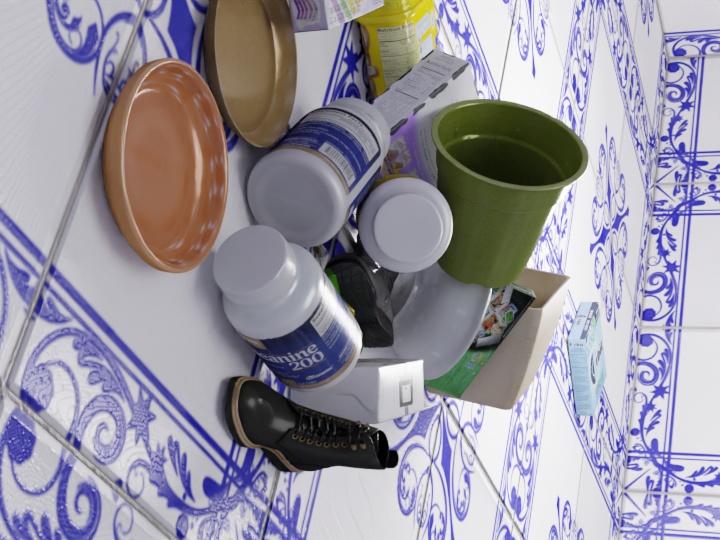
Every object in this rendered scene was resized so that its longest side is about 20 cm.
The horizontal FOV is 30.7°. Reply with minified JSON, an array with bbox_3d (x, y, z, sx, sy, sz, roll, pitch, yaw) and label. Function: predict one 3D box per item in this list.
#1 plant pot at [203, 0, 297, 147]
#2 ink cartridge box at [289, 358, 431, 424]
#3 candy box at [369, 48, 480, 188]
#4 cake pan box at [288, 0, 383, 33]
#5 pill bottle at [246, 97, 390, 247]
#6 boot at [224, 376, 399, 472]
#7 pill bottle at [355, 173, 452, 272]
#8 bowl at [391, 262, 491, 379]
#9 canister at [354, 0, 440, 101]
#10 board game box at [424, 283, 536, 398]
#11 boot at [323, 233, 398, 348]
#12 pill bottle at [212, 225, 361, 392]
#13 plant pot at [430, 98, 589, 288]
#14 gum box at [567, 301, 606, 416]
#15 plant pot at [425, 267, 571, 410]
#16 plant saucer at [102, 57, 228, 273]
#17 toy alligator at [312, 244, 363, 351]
[{"bbox_3d":[-0.120,-0.232,1.409,0.200,0.027,0.201,0,90,-69],"label":"plant pot"},{"bbox_3d":[0.005,0.143,1.600,0.200,0.115,0.067,1,88,-69],"label":"ink cartridge box"},{"bbox_3d":[0.075,-0.160,1.712,0.200,0.071,0.168,-43,135,-20],"label":"candy box"},{"bbox_3d":[-0.036,-0.378,1.499,0.200,0.052,0.185,-40,125,-62],"label":"cake pan box"},{"bbox_3d":[-0.040,-0.118,1.488,0.200,0.115,0.116,-54,138,-56],"label":"pill bottle"},{"bbox_3d":[-0.051,0.167,1.428,0.200,0.138,0.078,46,49,-59],"label":"boot"},{"bbox_3d":[0.050,-0.057,1.541,0.200,0.109,0.110,-102,-170,-84],"label":"pill bottle"},{"bbox_3d":[0.088,0.039,1.780,0.090,0.201,0.202,23,61,-22],"label":"bowl"},{"bbox_3d":[0.059,-0.291,1.780,0.149,0.086,0.201,-56,141,-54],"label":"canister"},{"bbox_3d":[0.149,0.089,1.849,0.105,0.200,0.023,21,29,-26],"label":"board game box"},{"bbox_3d":[0.000,0.000,1.678,0.200,0.069,0.132,69,22,-56],"label":"boot"},{"bbox_3d":[-0.080,0.040,1.394,0.200,0.111,0.111,58,38,-53],"label":"pill bottle"},{"bbox_3d":[0.170,-0.087,1.676,0.200,0.199,0.190,-61,167,-50],"label":"plant pot"},{"bbox_3d":[0.514,0.199,2.971,0.170,0.044,0.201,-55,140,-55],"label":"gum box"},{"bbox_3d":[0.192,0.098,1.985,0.200,0.199,0.178,-34,131,-64],"label":"plant pot"},{"bbox_3d":[-0.185,-0.097,1.231,0.200,0.037,0.201,0,90,-67],"label":"plant saucer"},{"bbox_3d":[-0.045,0.041,1.562,0.059,0.054,0.200,48,-15,45],"label":"toy alligator"}]
